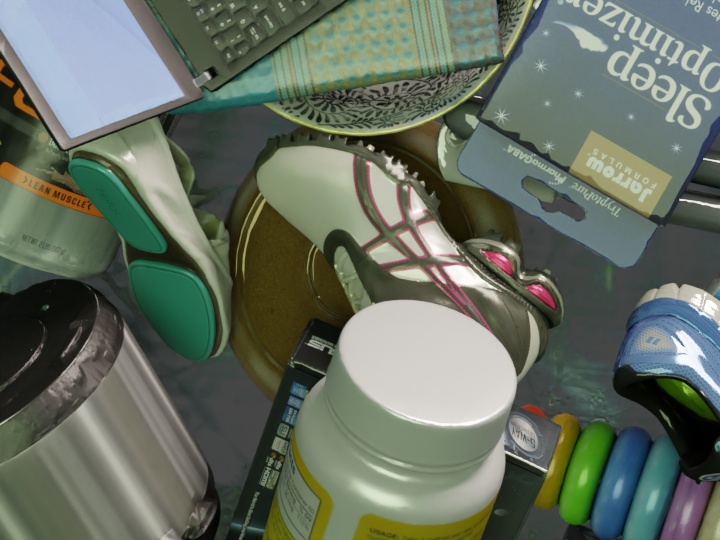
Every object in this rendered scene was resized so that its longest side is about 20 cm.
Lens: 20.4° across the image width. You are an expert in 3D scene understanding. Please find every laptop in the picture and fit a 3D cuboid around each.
[{"bbox_3d":[-0.112,-0.186,1.059,0.199,0.103,0.178,-33,86,3],"label":"laptop"}]

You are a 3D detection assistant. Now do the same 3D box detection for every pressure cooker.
[{"bbox_3d":[-0.178,0.130,1.190,0.177,0.176,0.201,-19,120,15],"label":"pressure cooker"}]

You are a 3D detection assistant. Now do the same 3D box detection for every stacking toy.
[{"bbox_3d":[0.132,0.118,1.204,0.198,0.085,0.086,20,100,11],"label":"stacking toy"}]

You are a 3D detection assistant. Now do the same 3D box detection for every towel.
[{"bbox_3d":[-0.027,-0.171,1.114,0.198,0.022,0.148,-8,88,4],"label":"towel"}]

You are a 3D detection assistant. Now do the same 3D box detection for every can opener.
[{"bbox_3d":[0.139,-0.058,1.170,0.198,0.066,0.053,12,102,-10],"label":"can opener"}]

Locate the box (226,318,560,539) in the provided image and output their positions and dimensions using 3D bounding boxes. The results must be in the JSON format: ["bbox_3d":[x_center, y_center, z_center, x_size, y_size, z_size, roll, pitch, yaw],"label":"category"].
[{"bbox_3d":[0.011,0.143,1.190,0.159,0.044,0.201,24,127,3],"label":"box"}]

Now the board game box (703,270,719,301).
[{"bbox_3d":[0.316,0.026,1.168,0.199,0.064,0.148,36,101,4],"label":"board game box"}]

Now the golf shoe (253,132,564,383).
[{"bbox_3d":[0.016,-0.004,1.125,0.199,0.077,0.088,32,59,7],"label":"golf shoe"}]

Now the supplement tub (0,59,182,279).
[{"bbox_3d":[-0.167,-0.107,1.197,0.122,0.123,0.201,27,100,5],"label":"supplement tub"}]

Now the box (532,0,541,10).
[{"bbox_3d":[0.206,-0.184,1.139,0.113,0.101,0.200,46,101,1],"label":"box"}]

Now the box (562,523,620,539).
[{"bbox_3d":[0.168,0.278,1.232,0.159,0.044,0.202,19,100,6],"label":"box"}]

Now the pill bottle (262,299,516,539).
[{"bbox_3d":[0.012,0.122,1.067,0.113,0.115,0.201,21,128,6],"label":"pill bottle"}]

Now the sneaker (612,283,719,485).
[{"bbox_3d":[0.224,0.099,1.132,0.199,0.089,0.079,35,145,5],"label":"sneaker"}]

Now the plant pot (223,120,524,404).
[{"bbox_3d":[0.000,0.000,1.208,0.198,0.027,0.202,-1,86,18],"label":"plant pot"}]

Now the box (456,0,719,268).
[{"bbox_3d":[0.147,-0.111,1.090,0.121,0.032,0.201,29,102,4],"label":"box"}]

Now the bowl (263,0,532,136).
[{"bbox_3d":[0.009,-0.175,1.169,0.199,0.094,0.203,0,88,10],"label":"bowl"}]

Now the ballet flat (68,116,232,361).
[{"bbox_3d":[-0.110,-0.025,1.177,0.069,0.070,0.201,-9,140,12],"label":"ballet flat"}]
